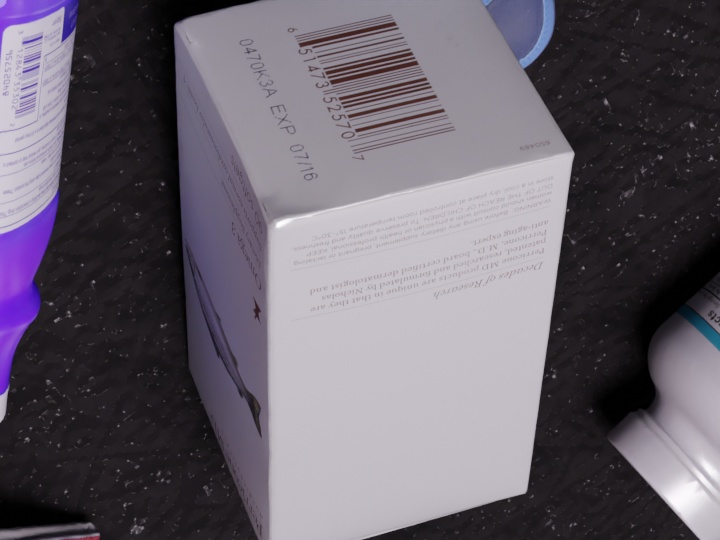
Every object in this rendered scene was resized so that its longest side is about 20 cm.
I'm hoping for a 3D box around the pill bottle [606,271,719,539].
[{"bbox_3d":[0.208,0.034,1.011,0.200,0.111,0.111,-43,123,3],"label":"pill bottle"}]

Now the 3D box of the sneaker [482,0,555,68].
[{"bbox_3d":[0.018,-0.141,0.861,0.074,0.082,0.200,-42,125,0],"label":"sneaker"}]

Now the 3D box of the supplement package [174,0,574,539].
[{"bbox_3d":[0.000,0.000,0.869,0.117,0.117,0.200,-15,139,-15],"label":"supplement package"}]

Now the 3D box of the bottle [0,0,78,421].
[{"bbox_3d":[-0.149,-0.035,0.844,0.065,0.084,0.200,14,114,9],"label":"bottle"}]

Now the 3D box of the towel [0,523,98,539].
[{"bbox_3d":[-0.190,0.195,0.923,0.200,0.023,0.144,-60,158,11],"label":"towel"}]
